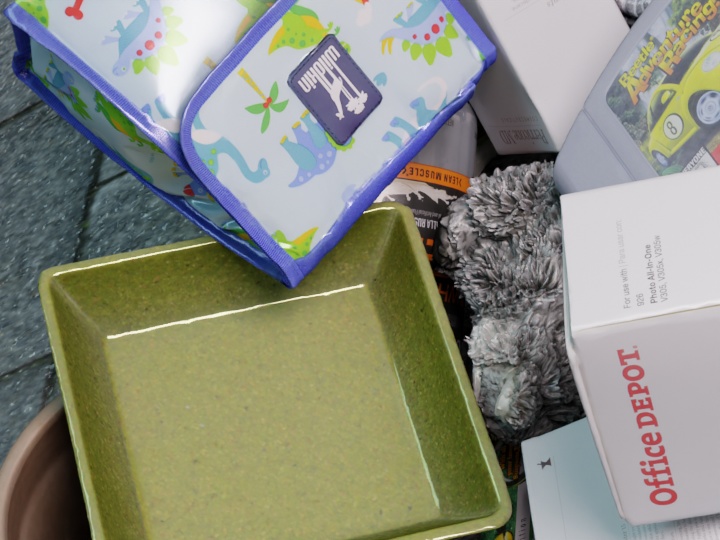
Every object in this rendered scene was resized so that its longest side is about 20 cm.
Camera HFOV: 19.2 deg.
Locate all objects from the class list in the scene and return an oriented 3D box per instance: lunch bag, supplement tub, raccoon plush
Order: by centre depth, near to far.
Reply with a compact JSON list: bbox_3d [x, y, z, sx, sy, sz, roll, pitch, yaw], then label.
[{"bbox_3d":[0.114,0.002,1.076,0.200,0.097,0.134,-47,40,28],"label":"raccoon plush"},{"bbox_3d":[-0.055,-0.114,1.089,0.170,0.200,0.127,-48,-3,-13],"label":"lunch bag"},{"bbox_3d":[0.000,0.000,1.202,0.122,0.122,0.201,-2,81,49],"label":"supplement tub"}]

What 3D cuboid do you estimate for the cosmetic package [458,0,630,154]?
[{"bbox_3d":[0.070,-0.163,1.141,0.074,0.200,0.102,-31,10,-13],"label":"cosmetic package"}]

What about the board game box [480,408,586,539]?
[{"bbox_3d":[0.110,0.092,1.116,0.105,0.023,0.201,-22,46,35],"label":"board game box"}]

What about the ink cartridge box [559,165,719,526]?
[{"bbox_3d":[0.193,0.024,0.903,0.199,0.146,0.084,-10,48,11],"label":"ink cartridge box"}]

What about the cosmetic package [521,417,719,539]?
[{"bbox_3d":[0.159,0.141,0.971,0.150,0.052,0.200,-22,45,18],"label":"cosmetic package"}]

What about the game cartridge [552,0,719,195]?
[{"bbox_3d":[0.172,-0.082,0.989,0.200,0.041,0.133,-53,38,23],"label":"game cartridge"}]

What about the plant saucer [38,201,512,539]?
[{"bbox_3d":[-0.046,0.073,1.071,0.199,0.048,0.200,-12,57,-9],"label":"plant saucer"}]

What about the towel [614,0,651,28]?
[{"bbox_3d":[0.196,-0.204,1.142,0.200,0.086,0.165,-57,34,-2],"label":"towel"}]

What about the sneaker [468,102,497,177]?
[{"bbox_3d":[0.058,-0.113,1.287,0.200,0.089,0.077,-51,35,5],"label":"sneaker"}]

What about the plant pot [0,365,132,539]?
[{"bbox_3d":[-0.090,0.170,1.137,0.199,0.175,0.201,1,56,-2],"label":"plant pot"}]
